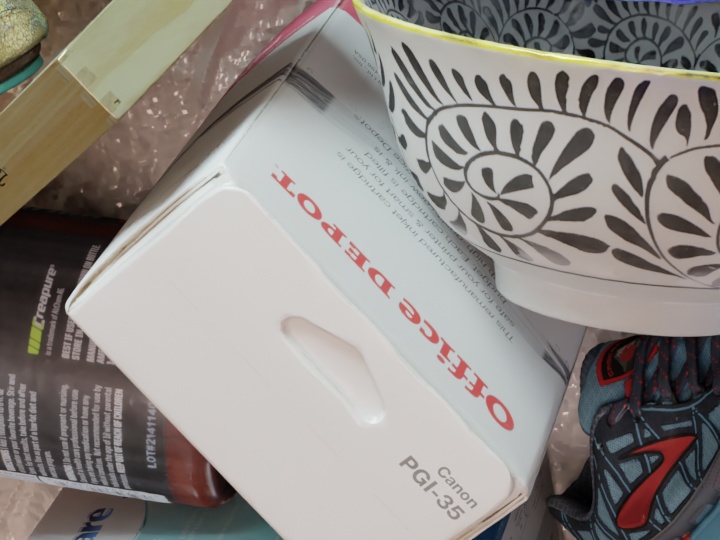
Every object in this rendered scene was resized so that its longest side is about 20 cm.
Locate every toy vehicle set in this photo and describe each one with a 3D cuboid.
[{"bbox_3d":[-0.093,-0.065,0.843,0.027,0.124,0.200,45,148,-8],"label":"toy vehicle set"}]

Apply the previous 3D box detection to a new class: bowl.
[{"bbox_3d":[0.092,-0.034,0.806,0.200,0.201,0.094,8,102,10],"label":"bowl"}]

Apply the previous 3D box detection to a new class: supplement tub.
[{"bbox_3d":[-0.138,0.026,0.955,0.200,0.107,0.107,8,116,11],"label":"supplement tub"}]

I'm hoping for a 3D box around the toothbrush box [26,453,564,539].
[{"bbox_3d":[-0.030,0.131,0.953,0.200,0.146,0.085,-5,113,15],"label":"toothbrush box"}]

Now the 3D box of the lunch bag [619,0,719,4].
[{"bbox_3d":[0.081,-0.187,0.794,0.170,0.124,0.200,5,107,11],"label":"lunch bag"}]

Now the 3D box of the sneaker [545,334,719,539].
[{"bbox_3d":[0.119,0.054,0.895,0.096,0.079,0.200,39,137,15],"label":"sneaker"}]

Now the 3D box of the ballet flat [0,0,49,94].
[{"bbox_3d":[-0.163,-0.085,0.886,0.071,0.200,0.071,1,88,-22],"label":"ballet flat"}]

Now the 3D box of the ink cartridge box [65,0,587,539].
[{"bbox_3d":[0.000,0.000,0.854,0.083,0.200,0.147,-38,100,26],"label":"ink cartridge box"}]
